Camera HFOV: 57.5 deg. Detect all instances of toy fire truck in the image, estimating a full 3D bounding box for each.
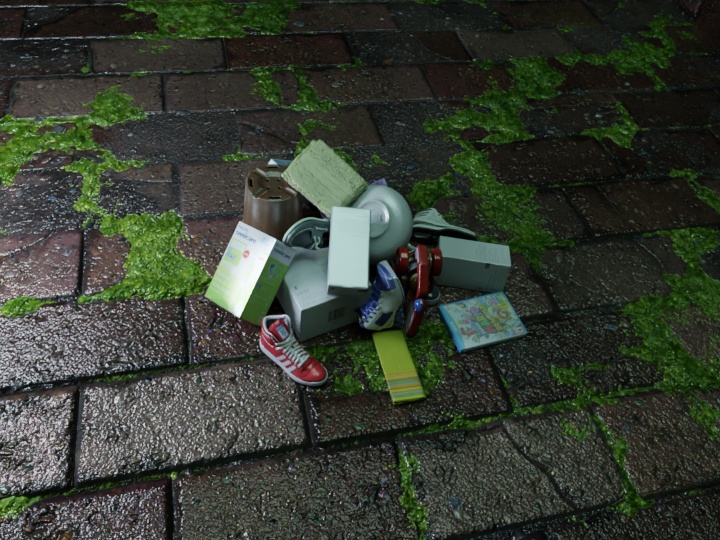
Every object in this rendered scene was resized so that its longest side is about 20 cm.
[{"bbox_3d":[0.138,0.044,1.607,0.108,0.202,0.172,2,57,-9],"label":"toy fire truck"}]

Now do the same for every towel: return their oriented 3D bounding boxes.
[{"bbox_3d":[0.089,0.229,1.574,0.083,0.018,0.203,-2,47,-18],"label":"towel"},{"bbox_3d":[-0.090,-0.233,1.674,0.199,0.037,0.149,40,74,14],"label":"towel"}]

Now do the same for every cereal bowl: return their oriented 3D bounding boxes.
[{"bbox_3d":[0.035,-0.123,1.674,0.193,0.083,0.207,-2,80,12],"label":"cereal bowl"}]

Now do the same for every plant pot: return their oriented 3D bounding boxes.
[{"bbox_3d":[-0.234,-0.160,1.759,0.193,0.202,0.204,3,46,-3],"label":"plant pot"}]

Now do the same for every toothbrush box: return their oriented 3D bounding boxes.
[{"bbox_3d":[-0.267,0.007,1.585,0.143,0.086,0.204,25,86,37],"label":"toothbrush box"}]

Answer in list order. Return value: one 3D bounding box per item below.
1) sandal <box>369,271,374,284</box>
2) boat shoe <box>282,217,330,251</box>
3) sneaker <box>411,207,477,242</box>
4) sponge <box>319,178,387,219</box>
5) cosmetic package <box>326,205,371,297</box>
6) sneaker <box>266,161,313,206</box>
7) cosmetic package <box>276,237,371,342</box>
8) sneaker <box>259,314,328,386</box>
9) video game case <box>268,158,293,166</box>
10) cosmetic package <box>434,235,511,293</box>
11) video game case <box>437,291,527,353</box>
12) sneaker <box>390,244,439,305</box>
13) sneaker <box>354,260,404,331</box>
[{"bbox_3d":[0.000,-0.001,1.729,0.042,0.077,0.202,-15,51,-19],"label":"sandal"},{"bbox_3d":[-0.108,-0.083,1.599,0.062,0.074,0.198,45,30,20],"label":"boat shoe"},{"bbox_3d":[0.243,-0.133,1.886,0.194,0.077,0.117,11,48,6],"label":"sneaker"},{"bbox_3d":[-0.005,-0.152,1.745,0.195,0.030,0.114,-24,79,8],"label":"sponge"},{"bbox_3d":[-0.028,-0.044,1.560,0.098,0.074,0.206,5,70,-4],"label":"cosmetic package"},{"bbox_3d":[-0.230,-0.225,1.920,0.198,0.075,0.106,36,67,20],"label":"sneaker"},{"bbox_3d":[-0.103,0.037,1.650,0.195,0.125,0.201,-18,50,-23],"label":"cosmetic package"},{"bbox_3d":[-0.156,0.180,1.515,0.197,0.114,0.071,30,50,19],"label":"sneaker"},{"bbox_3d":[-0.154,-0.254,1.876,0.181,0.022,0.199,40,16,9],"label":"video game case"},{"bbox_3d":[0.295,-0.015,1.761,0.193,0.115,0.083,6,46,0],"label":"cosmetic package"},{"bbox_3d":[0.314,0.130,1.694,0.194,0.018,0.145,-11,51,-17],"label":"video game case"},{"bbox_3d":[0.144,0.000,1.750,0.077,0.081,0.201,-21,55,-26],"label":"sneaker"},{"bbox_3d":[0.043,0.085,1.583,0.112,0.203,0.081,-22,46,-14],"label":"sneaker"}]
